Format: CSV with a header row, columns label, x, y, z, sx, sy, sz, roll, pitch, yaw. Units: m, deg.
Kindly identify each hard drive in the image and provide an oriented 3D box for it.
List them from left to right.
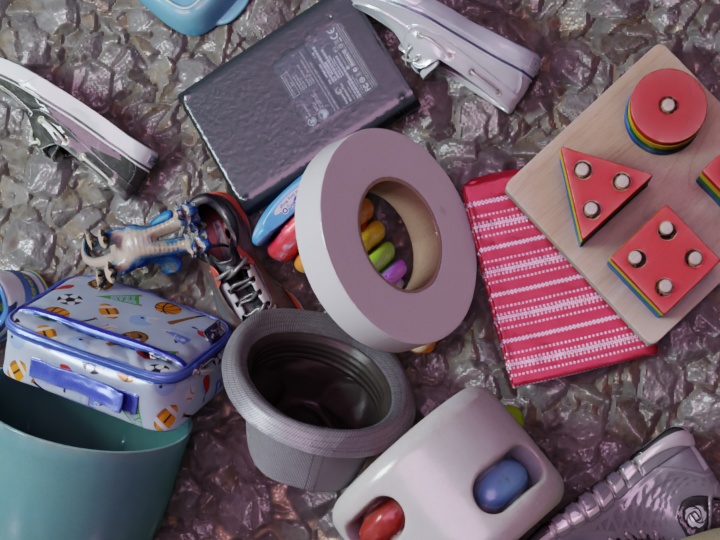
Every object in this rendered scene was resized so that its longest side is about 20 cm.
label,x,y,z,sx,sy,sz,roll,pitch,yaw
hard drive,-0.061,-0.164,1.524,0.199,0.033,0.140,-32,76,4

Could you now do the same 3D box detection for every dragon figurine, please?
label,x,y,z,sx,sy,sz,roll,pitch,yaw
dragon figurine,-0.202,-0.022,1.484,0.099,0.200,0.059,-13,88,-22

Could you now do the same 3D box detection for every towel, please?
label,x,y,z,sx,sy,sz,roll,pitch,yaw
towel,0.183,-0.004,1.462,0.143,0.022,0.202,-14,82,2

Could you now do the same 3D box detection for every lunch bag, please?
label,x,y,z,sx,sy,sz,roll,pitch,yaw
lunch bag,-0.221,0.075,1.455,0.198,0.160,0.076,16,112,17

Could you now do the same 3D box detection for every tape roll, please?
label,x,y,z,sx,sy,sz,roll,pitch,yaw
tape roll,0.026,-0.028,1.416,0.037,0.202,0.205,-21,77,42

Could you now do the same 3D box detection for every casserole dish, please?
label,x,y,z,sx,sy,sz,roll,pitch,yaw
casserole dish,-0.192,-0.324,1.571,0.200,0.039,0.121,42,91,14

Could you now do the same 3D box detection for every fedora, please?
label,x,y,z,sx,sy,sz,roll,pitch,yaw
fedora,-0.044,0.127,1.408,0.175,0.201,0.091,7,120,-17

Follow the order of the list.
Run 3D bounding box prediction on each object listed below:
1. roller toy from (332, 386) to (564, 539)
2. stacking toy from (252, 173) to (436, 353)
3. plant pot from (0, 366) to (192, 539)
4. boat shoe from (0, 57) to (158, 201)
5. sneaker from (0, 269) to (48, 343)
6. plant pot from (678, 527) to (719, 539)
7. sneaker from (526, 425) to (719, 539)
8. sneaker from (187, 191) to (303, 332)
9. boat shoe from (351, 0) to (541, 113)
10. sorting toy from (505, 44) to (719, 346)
label,x,y,z,sx,sy,sz,roll,pitch,yaw
roller toy,0.079,0.208,1.373,0.200,0.182,0.140,-41,79,3
stacking toy,0.000,0.000,1.469,0.116,0.110,0.200,-41,89,4
plant pot,-0.265,0.197,1.438,0.199,0.201,0.163,16,105,12
boat shoe,-0.295,-0.141,1.548,0.199,0.071,0.064,33,88,11
sneaker,-0.398,0.065,1.534,0.200,0.082,0.074,-41,79,5
plant pot,0.301,0.295,1.307,0.133,0.200,0.202,16,86,8
sneaker,0.239,0.238,1.397,0.199,0.075,0.116,-38,80,3
sneaker,-0.116,0.015,1.487,0.077,0.082,0.201,-33,80,4
boat shoe,0.069,-0.213,1.483,0.199,0.074,0.067,26,90,7
sorting toy,0.268,-0.074,1.419,0.200,0.070,0.199,-42,81,-2
